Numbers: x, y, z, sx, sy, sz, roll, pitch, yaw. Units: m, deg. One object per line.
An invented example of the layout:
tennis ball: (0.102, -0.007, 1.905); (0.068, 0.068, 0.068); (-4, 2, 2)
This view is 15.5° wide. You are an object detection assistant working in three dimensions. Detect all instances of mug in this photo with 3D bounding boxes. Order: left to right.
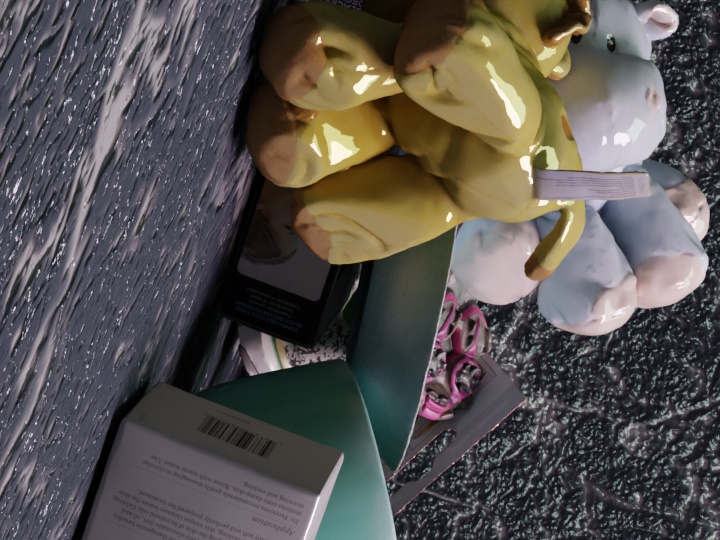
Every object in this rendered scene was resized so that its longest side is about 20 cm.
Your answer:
mug: (-0.047, 0.148, 1.430); (0.152, 0.114, 0.186); (-123, -157, -69)

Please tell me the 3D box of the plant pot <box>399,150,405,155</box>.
plant pot: (0.072, -0.093, 1.921); (0.200, 0.133, 0.201); (20, 90, -86)

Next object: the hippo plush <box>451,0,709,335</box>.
hippo plush: (0.138, -0.080, 1.488); (0.201, 0.158, 0.161); (-90, -167, -46)

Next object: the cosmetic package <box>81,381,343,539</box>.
cosmetic package: (-0.093, 0.171, 1.300); (0.085, 0.107, 0.201); (-54, 166, -76)

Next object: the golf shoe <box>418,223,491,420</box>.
golf shoe: (0.052, -0.009, 1.641); (0.092, 0.072, 0.201); (14, -105, 50)

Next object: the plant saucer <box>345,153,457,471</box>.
plant saucer: (0.020, 0.008, 1.454); (0.201, 0.038, 0.202); (-168, -90, -87)

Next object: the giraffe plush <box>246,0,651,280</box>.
giraffe plush: (0.051, -0.109, 1.327); (0.173, 0.199, 0.163); (101, -1, -49)

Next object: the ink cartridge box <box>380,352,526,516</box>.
ink cartridge box: (0.019, 0.097, 1.692); (0.161, 0.050, 0.200); (-42, -145, 2)

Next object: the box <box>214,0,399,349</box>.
box: (-0.013, -0.069, 1.477); (0.117, 0.060, 0.201); (-53, 163, -74)

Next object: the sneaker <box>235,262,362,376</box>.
sneaker: (0.000, 0.000, 1.613); (0.077, 0.088, 0.201); (62, 36, -36)
